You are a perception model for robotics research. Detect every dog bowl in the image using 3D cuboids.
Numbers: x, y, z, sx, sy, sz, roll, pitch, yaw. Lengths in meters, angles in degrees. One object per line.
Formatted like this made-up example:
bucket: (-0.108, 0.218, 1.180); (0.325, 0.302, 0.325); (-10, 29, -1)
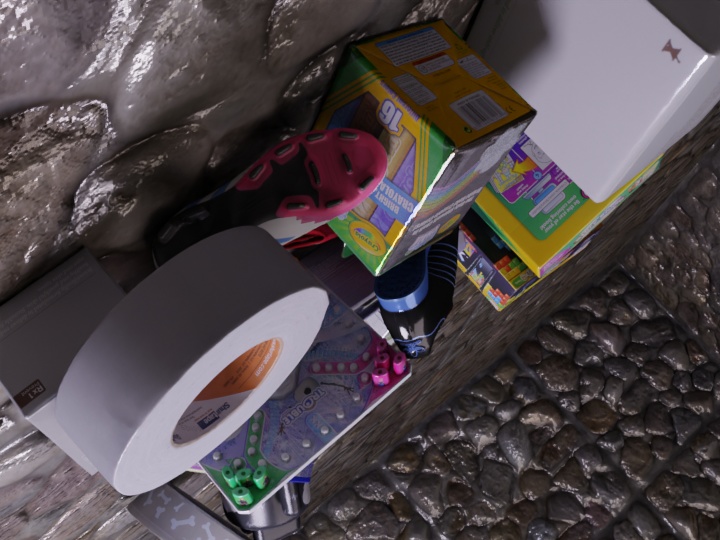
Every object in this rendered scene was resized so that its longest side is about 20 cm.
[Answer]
dog bowl: (-0.222, 0.356, 1.216); (0.059, 0.199, 0.200); (-54, 168, -15)

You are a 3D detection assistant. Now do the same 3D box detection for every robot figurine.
robot figurine: (-0.135, 0.267, 1.199); (0.125, 0.149, 0.202); (-49, 137, -65)

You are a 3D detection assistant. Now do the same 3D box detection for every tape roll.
tape roll: (-0.114, 0.065, 0.633); (0.200, 0.066, 0.201); (-42, 164, -15)

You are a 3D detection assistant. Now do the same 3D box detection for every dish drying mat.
dish drying mat: (-0.005, -0.051, 0.908); (0.076, 0.018, 0.199); (-9, -173, 36)

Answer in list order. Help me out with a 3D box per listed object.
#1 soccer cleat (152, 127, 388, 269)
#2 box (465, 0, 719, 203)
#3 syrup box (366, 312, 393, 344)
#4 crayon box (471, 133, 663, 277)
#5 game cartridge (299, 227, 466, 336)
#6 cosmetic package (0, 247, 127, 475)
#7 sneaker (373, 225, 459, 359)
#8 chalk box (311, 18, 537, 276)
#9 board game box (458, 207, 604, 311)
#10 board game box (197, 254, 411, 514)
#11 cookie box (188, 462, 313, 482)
soccer cleat: (-0.072, -0.052, 0.704); (0.199, 0.070, 0.086); (-26, 177, -2)
box: (0.230, -0.215, 0.783); (0.171, 0.200, 0.199); (-36, 165, -29)
syrup box: (0.030, 0.048, 1.209); (0.200, 0.081, 0.079); (-51, 164, 28)
crayon box: (0.229, -0.124, 1.072); (0.200, 0.173, 0.058); (-42, 165, 0)
game cartridge: (0.000, 0.000, 0.943); (0.199, 0.129, 0.039); (-34, 121, -26)
cosmetic package: (-0.212, 0.079, 0.693); (0.107, 0.090, 0.200); (-38, 161, -20)
sneaker: (0.060, 0.000, 0.862); (0.201, 0.069, 0.078); (-64, 143, -51)
chalk box: (0.032, -0.091, 0.769); (0.124, 0.124, 0.201); (-29, 161, -43)
board game box: (0.199, -0.064, 1.168); (0.199, 0.166, 0.057); (-32, 164, -35)
board game box: (-0.088, 0.086, 0.814); (0.199, 0.200, 0.026); (-37, 147, -19)
cookie box: (-0.148, 0.184, 0.970); (0.200, 0.169, 0.076); (57, 41, -73)
